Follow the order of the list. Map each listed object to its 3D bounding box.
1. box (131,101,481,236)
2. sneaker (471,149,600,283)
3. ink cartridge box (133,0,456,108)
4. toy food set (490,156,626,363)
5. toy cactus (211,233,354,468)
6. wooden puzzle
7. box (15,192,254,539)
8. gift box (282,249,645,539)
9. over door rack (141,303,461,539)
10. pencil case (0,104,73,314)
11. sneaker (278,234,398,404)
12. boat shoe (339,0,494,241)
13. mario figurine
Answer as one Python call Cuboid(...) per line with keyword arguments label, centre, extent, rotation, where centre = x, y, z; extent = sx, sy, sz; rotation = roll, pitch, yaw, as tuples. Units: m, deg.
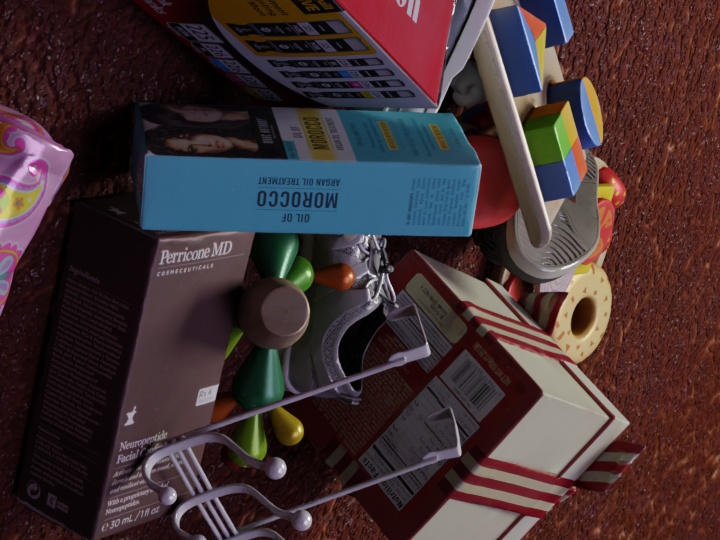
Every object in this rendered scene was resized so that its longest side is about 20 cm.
Cuboid(label="box", centre=(-0.035, -0.061, 1.108), extent=(0.199, 0.082, 0.049), rotation=(1, 117, -12))
Cuboid(label="sneaker", centre=(0.128, -0.023, 1.437), extent=(0.106, 0.075, 0.200), rotation=(-50, -174, 31))
Cuboid(label="ink cartridge box", centre=(-0.023, -0.167, 1.054), extent=(0.200, 0.175, 0.084), rotation=(36, 61, -59))
Cuboid(label="toy food set", centre=(0.176, -0.003, 1.632), extent=(0.198, 0.049, 0.201), rotation=(-8, 118, -56))
Cuboid(label="toy cactus", centre=(-0.054, 0.034, 1.202), extent=(0.165, 0.102, 0.201), rotation=(171, -64, -79))
Cuboid(label="wooden puzzle", centre=(0.128, -0.136, 1.310), extent=(0.200, 0.046, 0.186), rotation=(-61, 135, -63))
Cuboid(label="box", centre=(-0.139, 0.056, 1.147), extent=(0.100, 0.075, 0.201), rotation=(-12, 119, -55))
Cuboid(label="gift box", centre=(0.089, 0.104, 1.389), extent=(0.200, 0.185, 0.187), rotation=(-43, 152, 13))
Cuboid(label="over door rack", centre=(-0.025, 0.124, 1.174), extent=(0.199, 0.067, 0.148), rotation=(-29, 145, -7))
Cuboid(label="pencil case", centre=(-0.223, 0.007, 0.969), extent=(0.087, 0.087, 0.201), rotation=(21, 93, -60))
Cuboid(label="sneaker", centre=(0.000, 0.000, 1.315), extent=(0.075, 0.082, 0.201), rotation=(-1, 109, -58))
Cuboid(label="boat shoe", centre=(0.020, -0.115, 1.188), extent=(0.201, 0.062, 0.073), rotation=(-61, -171, 16))
Cuboid(label="mario figurine", centre=(0.074, -0.098, 1.367), extent=(0.124, 0.106, 0.200), rotation=(64, 24, -13))
